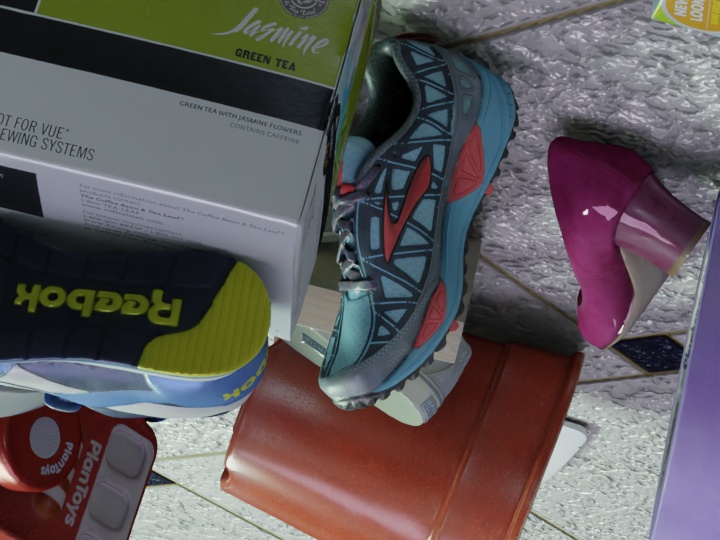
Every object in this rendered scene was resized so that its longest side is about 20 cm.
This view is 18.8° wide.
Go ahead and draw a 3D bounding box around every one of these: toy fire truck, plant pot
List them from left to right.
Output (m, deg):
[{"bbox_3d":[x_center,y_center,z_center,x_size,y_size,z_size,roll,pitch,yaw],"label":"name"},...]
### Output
[{"bbox_3d":[-0.189,0.086,1.369,0.112,0.201,0.168,-4,149,38],"label":"toy fire truck"},{"bbox_3d":[0.022,0.113,1.439,0.195,0.201,0.201,21,157,4],"label":"plant pot"}]

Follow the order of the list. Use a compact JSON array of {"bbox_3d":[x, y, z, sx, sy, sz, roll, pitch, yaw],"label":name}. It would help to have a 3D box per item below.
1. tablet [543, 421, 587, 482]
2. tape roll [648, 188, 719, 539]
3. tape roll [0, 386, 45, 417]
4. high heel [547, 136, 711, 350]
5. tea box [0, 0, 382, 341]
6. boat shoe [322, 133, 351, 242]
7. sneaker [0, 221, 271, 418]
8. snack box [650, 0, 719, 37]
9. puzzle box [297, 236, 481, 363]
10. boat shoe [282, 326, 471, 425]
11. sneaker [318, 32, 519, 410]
[{"bbox_3d":[0.060,0.113,1.621,0.199,0.014,0.130,16,156,-5],"label":"tablet"},{"bbox_3d":[0.215,0.061,1.176,0.085,0.201,0.200,11,157,8],"label":"tape roll"},{"bbox_3d":[-0.212,-0.019,1.247,0.200,0.201,0.066,24,155,-21],"label":"tape roll"},{"bbox_3d":[0.134,-0.019,1.247,0.096,0.067,0.200,36,157,5],"label":"high heel"},{"bbox_3d":[-0.101,-0.100,1.004,0.199,0.197,0.134,14,156,3],"label":"tea box"},{"bbox_3d":[-0.074,-0.077,1.202,0.201,0.075,0.065,25,154,-1],"label":"boat shoe"},{"bbox_3d":[-0.134,0.027,0.969,0.199,0.074,0.082,11,158,11],"label":"sneaker"},{"bbox_3d":[0.236,-0.139,0.882,0.199,0.068,0.169,17,157,0],"label":"snack box"},{"bbox_3d":[0.000,0.000,1.243,0.133,0.026,0.200,13,-165,3],"label":"puzzle box"},{"bbox_3d":[-0.018,0.014,1.361,0.201,0.072,0.070,38,159,14],"label":"boat shoe"},{"bbox_3d":[0.005,-0.028,1.101,0.095,0.201,0.079,31,154,-29],"label":"sneaker"}]
